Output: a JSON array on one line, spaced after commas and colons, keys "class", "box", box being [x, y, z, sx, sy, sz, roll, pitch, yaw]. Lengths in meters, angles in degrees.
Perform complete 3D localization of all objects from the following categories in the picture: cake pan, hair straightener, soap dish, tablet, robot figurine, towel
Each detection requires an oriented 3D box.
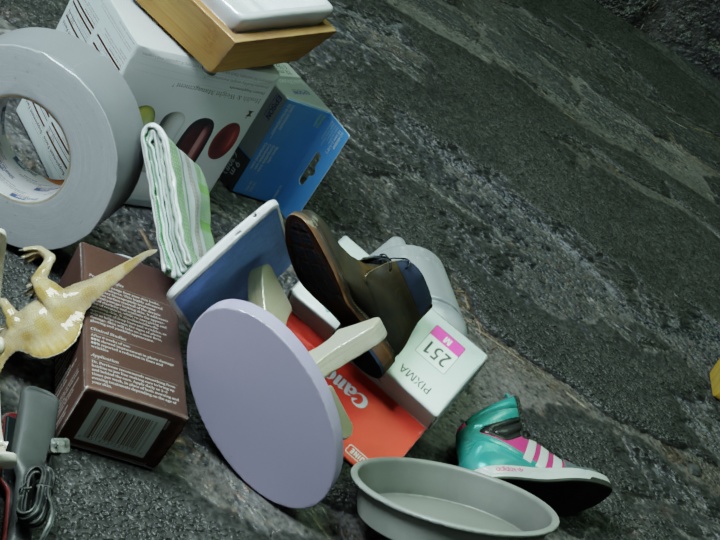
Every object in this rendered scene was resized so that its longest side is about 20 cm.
[{"class": "cake pan", "box": [0.084, 0.223, 1.266, 0.198, 0.037, 0.200, 12, 7, -2]}, {"class": "hair straightener", "box": [-0.256, 0.157, 1.048, 0.041, 0.077, 0.201, 26, 29, -20]}, {"class": "soap dish", "box": [-0.135, -0.280, 1.426, 0.157, 0.081, 0.199, 44, 29, 14]}, {"class": "tablet", "box": [-0.119, 0.005, 1.285, 0.014, 0.130, 0.200, 46, -10, 11]}, {"class": "robot figurine", "box": [0.054, 0.051, 1.522, 0.169, 0.113, 0.201, 35, 24, -35]}, {"class": "towel", "box": [-0.170, -0.056, 1.357, 0.200, 0.030, 0.151, 45, 35, -81]}]

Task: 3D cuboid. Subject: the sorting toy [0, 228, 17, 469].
[{"class": "sorting toy", "box": [-0.362, 0.074, 1.044, 0.178, 0.107, 0.202, 3, 58, -22]}]

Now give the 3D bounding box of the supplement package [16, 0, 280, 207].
[{"class": "supplement package", "box": [-0.232, -0.191, 1.481, 0.190, 0.201, 0.148, 5, 40, -43]}]

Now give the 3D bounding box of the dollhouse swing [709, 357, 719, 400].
[{"class": "dollhouse swing", "box": [0.623, 0.178, 1.924, 0.199, 0.183, 0.176, 32, 8, -8]}]

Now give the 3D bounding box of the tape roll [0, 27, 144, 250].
[{"class": "tape roll", "box": [-0.307, -0.123, 1.292, 0.199, 0.201, 0.066, 35, 29, 0]}]

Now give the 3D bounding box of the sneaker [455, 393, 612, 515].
[{"class": "sneaker", "box": [0.178, 0.196, 1.481, 0.198, 0.084, 0.122, 13, 45, -35]}]

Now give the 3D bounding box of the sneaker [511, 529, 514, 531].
[{"class": "sneaker", "box": [0.088, 0.272, 1.268, 0.078, 0.070, 0.199, 48, 30, 13]}]

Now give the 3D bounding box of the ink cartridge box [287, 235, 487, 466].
[{"class": "ink cartridge box", "box": [0.001, 0.089, 1.387, 0.200, 0.044, 0.174, 40, 61, 8]}]

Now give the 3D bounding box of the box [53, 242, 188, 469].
[{"class": "box", "box": [-0.219, 0.073, 1.227, 0.099, 0.075, 0.201, 21, 33, -26]}]

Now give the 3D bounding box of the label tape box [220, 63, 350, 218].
[{"class": "label tape box", "box": [-0.122, -0.173, 1.636, 0.066, 0.144, 0.200, -4, 47, -51]}]

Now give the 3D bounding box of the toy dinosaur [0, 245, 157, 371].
[{"class": "toy dinosaur", "box": [-0.268, 0.030, 1.188, 0.101, 0.199, 0.058, 48, -13, 36]}]

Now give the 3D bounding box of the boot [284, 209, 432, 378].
[{"class": "boot", "box": [0.000, 0.000, 1.319, 0.074, 0.097, 0.201, 18, -36, 46]}]

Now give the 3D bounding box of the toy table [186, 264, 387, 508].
[{"class": "toy table", "box": [-0.071, 0.102, 1.258, 0.117, 0.182, 0.202, -49, 128, -59]}]
